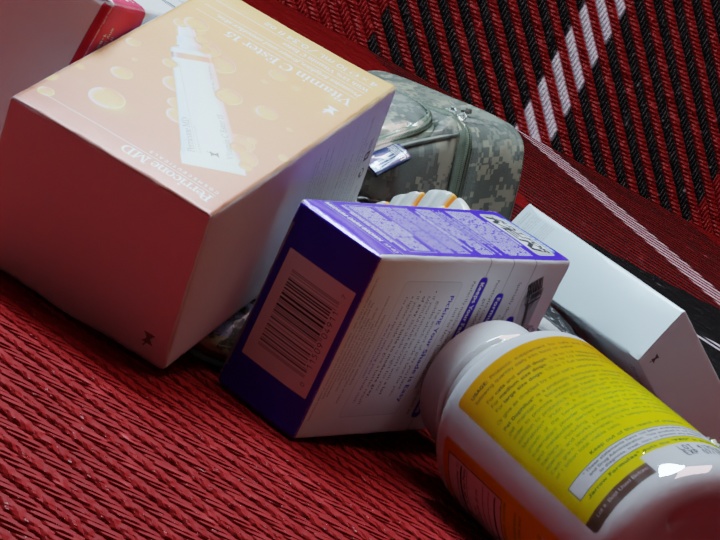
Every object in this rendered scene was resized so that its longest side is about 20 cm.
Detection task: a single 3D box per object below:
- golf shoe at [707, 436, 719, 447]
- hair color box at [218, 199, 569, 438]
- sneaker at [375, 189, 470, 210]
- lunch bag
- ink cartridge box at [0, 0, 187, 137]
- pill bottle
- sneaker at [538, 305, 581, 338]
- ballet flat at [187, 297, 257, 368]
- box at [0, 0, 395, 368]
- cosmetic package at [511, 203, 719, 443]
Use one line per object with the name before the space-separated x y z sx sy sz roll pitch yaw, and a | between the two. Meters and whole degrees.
golf shoe | 0.225 0.155 1.485 0.198 0.098 0.079 7 36 3
hair color box | 0.021 0.025 1.327 0.065 0.110 0.199 35 17 30
sneaker | 0.000 0.000 1.499 0.199 0.079 0.077 5 -35 44
lunch bag | -0.011 -0.065 1.679 0.167 0.140 0.200 3 17 -42
ink cartridge box | -0.164 -0.098 1.374 0.084 0.145 0.200 33 10 13
pill bottle | 0.111 0.103 1.256 0.109 0.110 0.200 22 12 -38
sneaker | 0.072 0.041 1.571 0.199 0.081 0.074 34 9 -4
ballet flat | -0.034 0.021 1.373 0.072 0.072 0.200 34 10 29
box | -0.089 -0.054 1.290 0.124 0.098 0.200 30 34 14
cosmetic package | 0.178 0.059 1.672 0.151 0.052 0.200 40 -10 38
